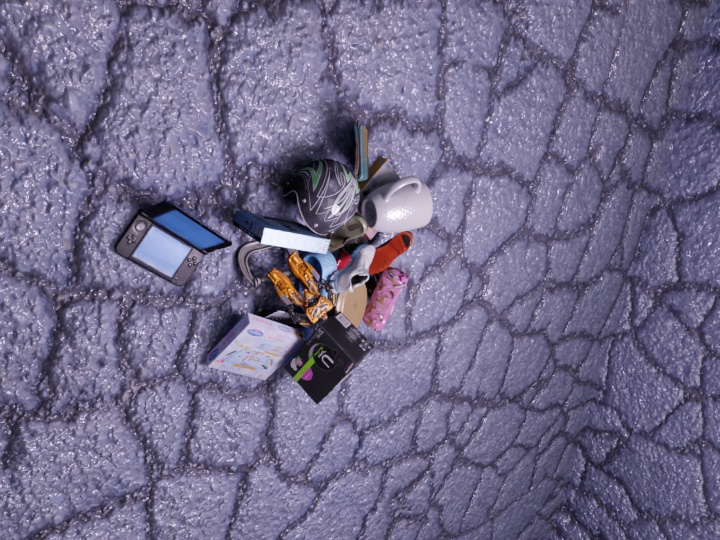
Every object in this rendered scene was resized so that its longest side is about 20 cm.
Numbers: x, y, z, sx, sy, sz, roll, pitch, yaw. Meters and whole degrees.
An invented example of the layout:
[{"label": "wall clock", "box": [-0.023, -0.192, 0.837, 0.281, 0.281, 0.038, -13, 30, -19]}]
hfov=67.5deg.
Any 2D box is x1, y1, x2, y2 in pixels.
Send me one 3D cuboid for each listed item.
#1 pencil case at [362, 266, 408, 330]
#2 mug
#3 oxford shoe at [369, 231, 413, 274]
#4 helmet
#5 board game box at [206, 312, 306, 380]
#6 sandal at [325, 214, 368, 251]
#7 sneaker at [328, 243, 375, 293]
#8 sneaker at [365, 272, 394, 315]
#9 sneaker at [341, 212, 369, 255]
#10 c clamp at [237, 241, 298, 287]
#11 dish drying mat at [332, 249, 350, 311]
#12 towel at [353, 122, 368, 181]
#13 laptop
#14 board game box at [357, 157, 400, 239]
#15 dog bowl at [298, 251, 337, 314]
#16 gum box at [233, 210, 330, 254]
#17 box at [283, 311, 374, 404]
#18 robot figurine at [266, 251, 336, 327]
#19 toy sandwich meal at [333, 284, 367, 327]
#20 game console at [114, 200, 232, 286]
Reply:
[{"label": "pencil case", "box": [0.075, 0.088, 1.675, 0.082, 0.087, 0.201, 24, 111, -4]}, {"label": "mug", "box": [0.106, -0.197, 1.551, 0.174, 0.148, 0.200, -15, 154, -28]}, {"label": "oxford shoe", "box": [0.081, -0.052, 1.646, 0.199, 0.073, 0.071, -31, 96, 19]}, {"label": "helmet", "box": [-0.096, -0.197, 1.434, 0.199, 0.190, 0.202, -12, 111, -34]}, {"label": "board game box", "box": [-0.289, 0.217, 1.500, 0.199, 0.041, 0.199, -43, 136, 22]}, {"label": "sandal", "box": [-0.063, -0.101, 1.517, 0.080, 0.200, 0.057, 51, 47, -14]}, {"label": "sneaker", "box": [0.000, 0.000, 1.540, 0.200, 0.086, 0.075, -52, 134, -34]}, {"label": "sneaker", "box": [0.051, 0.060, 1.747, 0.086, 0.080, 0.201, -18, 113, -15]}, {"label": "sneaker", "box": [-0.011, -0.099, 1.591, 0.200, 0.106, 0.075, 46, 62, -40]}, {"label": "c clamp", "box": [-0.233, -0.009, 1.477, 0.199, 0.027, 0.172, -11, 91, -29]}, {"label": "dish drying mat", "box": [-0.067, 0.026, 1.667, 0.077, 0.018, 0.201, 25, 92, -40]}, {"label": "towel", "box": [0.004, -0.321, 1.477, 0.022, 0.200, 0.148, 0, 101, 6]}, {"label": "laptop", "box": [-0.204, 0.196, 1.561, 0.186, 0.200, 0.117, 8, 70, -35]}, {"label": "board game box", "box": [0.045, -0.218, 1.639, 0.200, 0.040, 0.153, -50, 130, -11]}, {"label": "dog bowl", "box": [-0.128, 0.037, 1.555, 0.049, 0.111, 0.202, -12, 116, -48]}, {"label": "gum box", "box": [-0.206, -0.100, 1.407, 0.199, 0.170, 0.045, 9, 103, -39]}, {"label": "box", "box": [-0.090, 0.245, 1.519, 0.200, 0.149, 0.124, -49, 171, 29]}, {"label": "robot figurine", "box": [-0.154, 0.058, 1.455, 0.145, 0.058, 0.200, -41, 98, -11]}, {"label": "toy sandwich meal", "box": [-0.043, 0.101, 1.637, 0.205, 0.070, 0.207, -35, 130, -56]}, {"label": "game console", "box": [-0.441, -0.057, 1.277, 0.200, 0.118, 0.171, 37, 84, -40]}]
